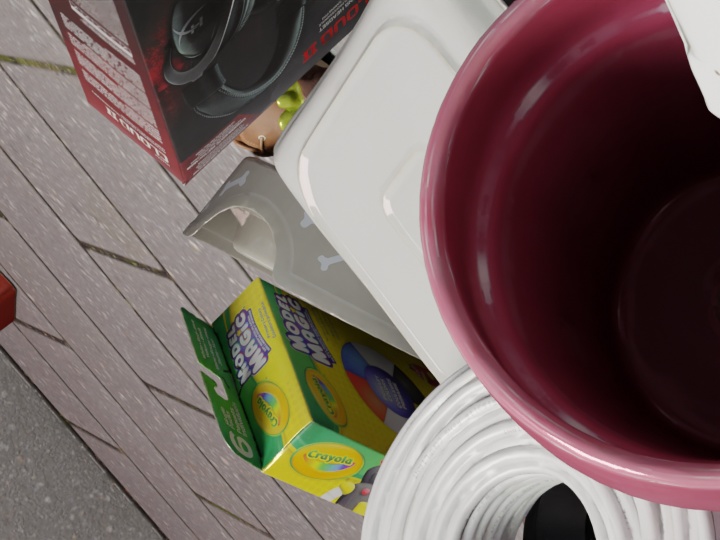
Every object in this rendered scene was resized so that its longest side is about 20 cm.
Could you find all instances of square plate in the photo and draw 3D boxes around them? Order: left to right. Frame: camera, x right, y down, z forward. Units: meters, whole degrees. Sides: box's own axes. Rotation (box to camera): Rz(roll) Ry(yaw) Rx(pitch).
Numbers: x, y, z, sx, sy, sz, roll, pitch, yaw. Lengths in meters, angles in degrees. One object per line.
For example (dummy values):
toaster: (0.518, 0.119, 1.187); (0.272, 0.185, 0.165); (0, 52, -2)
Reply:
square plate: (0.044, -0.029, 1.040); (0.198, 0.028, 0.200); (53, 144, 12)

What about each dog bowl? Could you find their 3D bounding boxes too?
dog bowl: (0.000, 0.000, 1.277); (0.200, 0.059, 0.200); (28, 179, 1)

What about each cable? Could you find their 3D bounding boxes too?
cable: (0.087, 0.129, 0.974); (0.200, 0.201, 0.069); (14, 179, 42)

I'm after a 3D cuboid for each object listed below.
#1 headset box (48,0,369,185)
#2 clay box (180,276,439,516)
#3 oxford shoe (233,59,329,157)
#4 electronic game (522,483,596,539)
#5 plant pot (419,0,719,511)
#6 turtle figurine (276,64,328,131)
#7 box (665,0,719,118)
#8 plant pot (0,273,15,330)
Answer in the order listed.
headset box: (-0.066, -0.144, 1.045); (0.077, 0.149, 0.200); (40, 163, 23)
clay box: (-0.005, 0.080, 1.259); (0.200, 0.048, 0.115); (29, -154, -40)
oxford shoe: (-0.035, -0.083, 1.273); (0.200, 0.071, 0.071); (44, 163, -7)
electronic game: (0.153, 0.178, 1.086); (0.200, 0.042, 0.200); (34, -149, -24)
plant pot: (0.139, -0.004, 0.828); (0.200, 0.200, 0.179); (39, 179, 22)
turtle figurine: (0.037, -0.069, 1.120); (0.161, 0.064, 0.200); (9, 145, 38)
box: (0.141, -0.132, 0.429); (0.106, 0.200, 0.152); (28, 158, 48)
plant pot: (-0.547, 0.031, 2.725); (0.200, 0.176, 0.200); (45, 165, 3)
